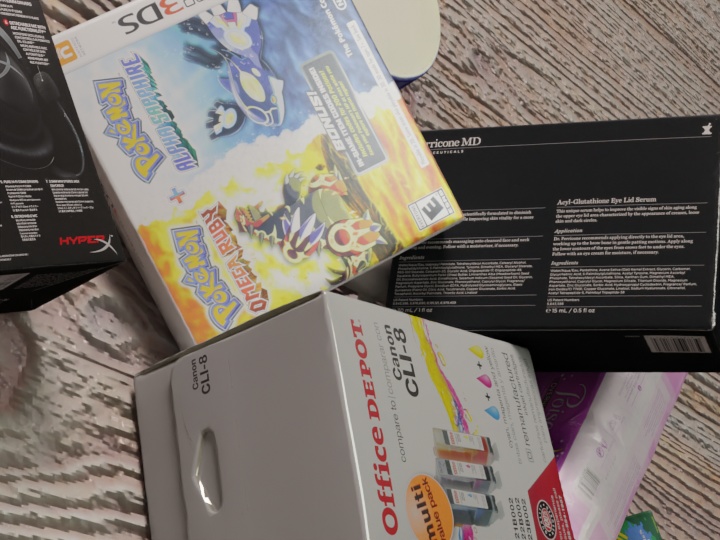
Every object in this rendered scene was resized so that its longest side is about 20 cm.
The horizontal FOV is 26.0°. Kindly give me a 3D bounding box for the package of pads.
[{"bbox_3d":[0.126,0.111,1.008,0.076,0.120,0.200,52,47,-21],"label":"package of pads"}]

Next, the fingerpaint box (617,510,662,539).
[{"bbox_3d":[0.172,0.278,1.068,0.167,0.073,0.200,0,68,-55],"label":"fingerpaint box"}]

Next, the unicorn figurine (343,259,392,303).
[{"bbox_3d":[0.000,0.000,1.001,0.200,0.074,0.137,46,53,-62],"label":"unicorn figurine"}]

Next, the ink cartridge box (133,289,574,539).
[{"bbox_3d":[-0.002,0.115,0.859,0.200,0.145,0.145,16,56,-50],"label":"ink cartridge box"}]

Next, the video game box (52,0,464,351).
[{"bbox_3d":[-0.064,-0.075,0.898,0.182,0.047,0.200,-29,92,-17],"label":"video game box"}]

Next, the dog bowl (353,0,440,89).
[{"bbox_3d":[-0.032,-0.208,1.102,0.200,0.079,0.200,35,42,-39],"label":"dog bowl"}]

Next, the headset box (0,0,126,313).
[{"bbox_3d":[-0.214,-0.080,0.746,0.149,0.077,0.200,-7,74,-58],"label":"headset box"}]

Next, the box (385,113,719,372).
[{"bbox_3d":[0.125,-0.014,0.957,0.079,0.200,0.141,48,46,-59],"label":"box"}]
